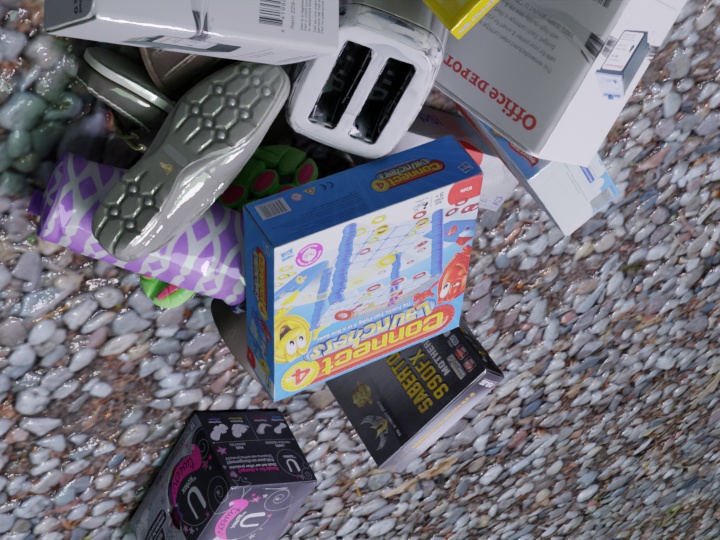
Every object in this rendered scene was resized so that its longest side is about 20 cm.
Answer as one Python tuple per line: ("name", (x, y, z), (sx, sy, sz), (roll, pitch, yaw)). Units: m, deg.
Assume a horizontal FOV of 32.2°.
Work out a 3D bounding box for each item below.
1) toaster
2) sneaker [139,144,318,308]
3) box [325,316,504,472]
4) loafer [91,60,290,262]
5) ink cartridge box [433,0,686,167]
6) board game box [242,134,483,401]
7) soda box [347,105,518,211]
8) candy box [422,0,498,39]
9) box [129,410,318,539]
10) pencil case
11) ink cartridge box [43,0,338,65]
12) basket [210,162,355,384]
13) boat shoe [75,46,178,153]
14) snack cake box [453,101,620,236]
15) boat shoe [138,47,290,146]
("toaster", (0.010, -0.186, 1.005), (0.113, 0.130, 0.200), (19, 141, -12))
("sneaker", (-0.125, -0.045, 1.177), (0.200, 0.077, 0.084), (-40, 174, 2))
("box", (0.037, 0.088, 1.335), (0.158, 0.200, 0.048), (-43, 148, 15))
("loafer", (-0.132, -0.088, 0.992), (0.200, 0.070, 0.070), (-44, 168, 0))
("ink cartridge box", (0.164, -0.207, 1.012), (0.086, 0.146, 0.201), (4, 121, -49))
("board game box", (0.000, 0.000, 1.077), (0.199, 0.056, 0.196), (-21, 141, -21))
("soda box", (0.075, -0.116, 1.240), (0.199, 0.068, 0.064), (10, 126, -44))
("candy box", (0.046, -0.275, 0.917), (0.102, 0.200, 0.026), (-43, 161, 14))
("box", (-0.164, 0.273, 1.466), (0.132, 0.115, 0.200), (3, 130, -41))
("pencil case", (-0.177, -0.035, 1.068), (0.199, 0.085, 0.084), (22, 81, -22))
("ink cartridge box", (-0.116, -0.231, 0.880), (0.199, 0.084, 0.147), (1, 90, -39))
("basket", (-0.038, 0.020, 1.255), (0.200, 0.136, 0.180), (-36, 122, 11))
("boat shoe", (-0.166, -0.122, 1.037), (0.060, 0.072, 0.201), (-47, 147, 11))
("snack cake box", (0.145, -0.139, 1.153), (0.067, 0.200, 0.115), (-39, 145, 7))
("boat shoe", (-0.128, -0.173, 1.014), (0.072, 0.068, 0.200), (-30, 147, 8))
